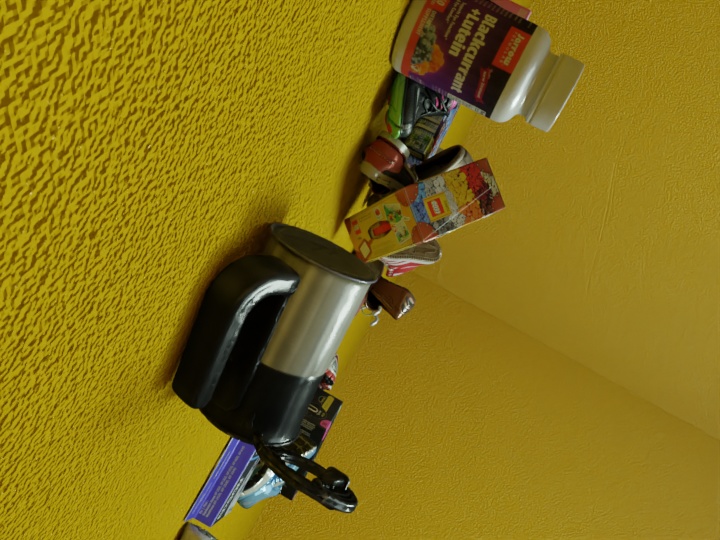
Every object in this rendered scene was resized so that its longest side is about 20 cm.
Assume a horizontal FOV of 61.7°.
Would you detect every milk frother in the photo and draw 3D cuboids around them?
[{"bbox_3d":[-0.047,0.086,0.558,0.189,0.199,0.180,-63,170,13],"label":"milk frother"}]

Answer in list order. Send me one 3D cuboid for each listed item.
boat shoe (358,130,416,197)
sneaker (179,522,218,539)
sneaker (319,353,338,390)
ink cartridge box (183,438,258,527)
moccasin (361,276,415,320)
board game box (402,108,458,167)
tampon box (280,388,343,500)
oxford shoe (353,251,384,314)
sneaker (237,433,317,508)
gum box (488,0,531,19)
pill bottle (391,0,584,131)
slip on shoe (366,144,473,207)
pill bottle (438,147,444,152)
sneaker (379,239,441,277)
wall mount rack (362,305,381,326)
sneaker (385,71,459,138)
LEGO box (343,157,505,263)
[{"bbox_3d":[0.036,-0.138,0.864,0.063,0.071,0.200,-55,172,-1],"label":"boat shoe"},{"bbox_3d":[-0.287,0.492,1.023,0.100,0.078,0.201,-51,161,-25],"label":"sneaker"},{"bbox_3d":[-0.088,0.234,1.433,0.200,0.077,0.083,134,-24,-66],"label":"sneaker"},{"bbox_3d":[-0.213,0.338,1.047,0.199,0.043,0.200,-60,173,-10],"label":"ink cartridge box"},{"bbox_3d":[0.030,0.054,1.266,0.078,0.201,0.074,-48,133,-13],"label":"moccasin"},{"bbox_3d":[0.136,-0.288,1.082,0.201,0.061,0.200,-63,174,1],"label":"board game box"},{"bbox_3d":[-0.147,0.375,1.362,0.201,0.126,0.150,-64,175,17],"label":"tampon box"},{"bbox_3d":[0.000,0.000,1.212,0.075,0.070,0.201,69,40,-60],"label":"oxford shoe"},{"bbox_3d":[-0.174,0.404,1.219,0.199,0.078,0.091,-26,129,-31],"label":"sneaker"},{"bbox_3d":[0.167,-0.333,0.871,0.067,0.113,0.200,-62,175,2],"label":"gum box"},{"bbox_3d":[0.146,-0.241,0.691,0.112,0.199,0.111,-61,174,-11],"label":"pill bottle"},{"bbox_3d":[0.096,-0.152,1.024,0.061,0.198,0.077,53,27,-45],"label":"slip on shoe"},{"bbox_3d":[0.119,-0.161,1.256,0.201,0.114,0.115,-59,174,-28],"label":"pill bottle"},{"bbox_3d":[0.050,-0.038,1.174,0.112,0.199,0.072,-23,-119,51],"label":"sneaker"},{"bbox_3d":[-0.039,0.119,1.434,0.173,0.075,0.200,-22,165,-8],"label":"wall mount rack"},{"bbox_3d":[0.091,-0.237,0.792,0.077,0.083,0.201,103,14,-49],"label":"sneaker"},{"bbox_3d":[0.087,-0.082,0.882,0.148,0.078,0.200,-23,-178,-26],"label":"LEGO box"}]
